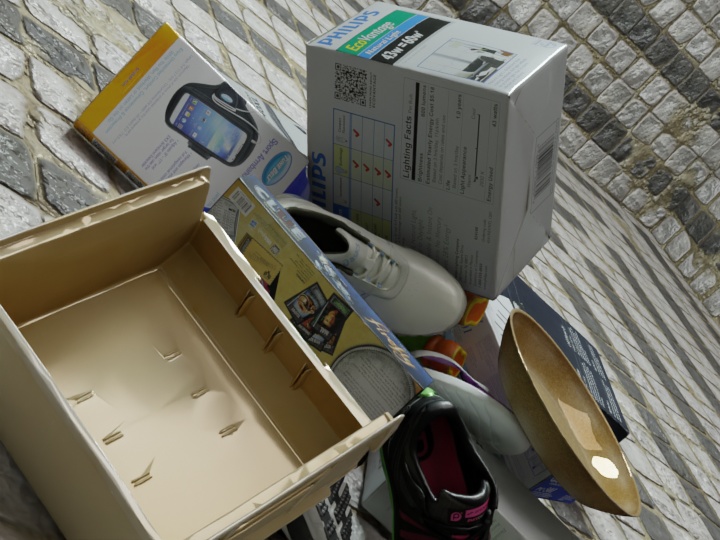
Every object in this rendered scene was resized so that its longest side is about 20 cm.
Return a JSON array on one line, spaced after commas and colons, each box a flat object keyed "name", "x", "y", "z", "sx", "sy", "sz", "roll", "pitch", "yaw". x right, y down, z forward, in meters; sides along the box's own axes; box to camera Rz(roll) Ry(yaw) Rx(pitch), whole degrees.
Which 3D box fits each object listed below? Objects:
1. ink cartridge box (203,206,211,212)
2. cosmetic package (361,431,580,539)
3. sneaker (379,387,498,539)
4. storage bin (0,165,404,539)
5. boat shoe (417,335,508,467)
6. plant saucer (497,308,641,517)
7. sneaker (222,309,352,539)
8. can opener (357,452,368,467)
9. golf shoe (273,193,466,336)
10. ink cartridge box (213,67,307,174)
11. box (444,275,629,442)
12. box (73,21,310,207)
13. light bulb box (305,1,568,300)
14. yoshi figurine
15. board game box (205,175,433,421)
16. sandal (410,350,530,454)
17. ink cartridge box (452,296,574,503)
[{"name": "ink cartridge box", "x": -0.070, "y": 0.017, "z": 1.057, "sx": 0.199, "sy": 0.045, "sz": 0.093, "roll": 40, "pitch": -13, "yaw": -35}, {"name": "cosmetic package", "x": 0.098, "y": 0.210, "z": 1.048, "sx": 0.200, "sy": 0.081, "sz": 0.113, "roll": 42, "pitch": 15, "yaw": -10}, {"name": "sneaker", "x": 0.062, "y": 0.185, "z": 0.927, "sx": 0.084, "sy": 0.076, "sz": 0.203, "roll": -18, "pitch": -91, "yaw": 70}, {"name": "storage bin", "x": -0.106, "y": 0.063, "z": 0.738, "sx": 0.197, "sy": 0.094, "sz": 0.201, "roll": -26, "pitch": 69, "yaw": -42}, {"name": "boat shoe", "x": 0.093, "y": 0.136, "z": 1.237, "sx": 0.202, "sy": 0.071, "sz": 0.091, "roll": 61, "pitch": 20, "yaw": 20}, {"name": "plant saucer", "x": 0.170, "y": 0.127, "z": 1.086, "sx": 0.201, "sy": 0.035, "sz": 0.201, "roll": 51, "pitch": 17, "yaw": -22}, {"name": "sneaker", "x": -0.070, "y": 0.120, "z": 0.879, "sx": 0.202, "sy": 0.079, "sz": 0.074, "roll": 64, "pitch": 14, "yaw": -2}, {"name": "can opener", "x": -0.063, "y": 0.078, "z": 0.999, "sx": 0.199, "sy": 0.064, "sz": 0.079, "roll": 38, "pitch": 58, "yaw": 14}, {"name": "golf shoe", "x": 0.000, "y": 0.000, "z": 1.072, "sx": 0.197, "sy": 0.079, "sz": 0.097, "roll": 23, "pitch": -4, "yaw": -3}, {"name": "ink cartridge box", "x": -0.092, "y": -0.094, "z": 1.274, "sx": 0.199, "sy": 0.083, "sz": 0.146, "roll": 30, "pitch": 23, "yaw": -44}, {"name": "box", "x": 0.194, "y": 0.114, "z": 1.460, "sx": 0.182, "sy": 0.104, "sz": 0.201, "roll": 42, "pitch": 17, "yaw": -17}, {"name": "box", "x": -0.139, "y": -0.103, "z": 1.121, "sx": 0.200, "sy": 0.119, "sz": 0.041, "roll": 44, "pitch": -15, "yaw": -12}, {"name": "light bulb box", "x": 0.064, "y": -0.111, "z": 1.137, "sx": 0.198, "sy": 0.201, "sz": 0.125, "roll": 19, "pitch": 36, "yaw": 26}, {"name": "yoshi figurine", "x": 0.019, "y": 0.024, "z": 1.208, "sx": 0.198, "sy": 0.113, "sz": 0.113, "roll": 25, "pitch": 47, "yaw": 18}, {"name": "board game box", "x": -0.062, "y": 0.051, "z": 0.929, "sx": 0.200, "sy": 0.135, "sz": 0.035, "roll": 49, "pitch": 17, "yaw": 6}, {"name": "sandal", "x": 0.070, "y": 0.099, "z": 1.115, "sx": 0.201, "sy": 0.050, "sz": 0.083, "roll": 20, "pitch": -31, "yaw": 40}, {"name": "ink cartridge box", "x": 0.152, "y": 0.116, "z": 1.205, "sx": 0.093, "sy": 0.044, "sz": 0.202, "roll": 20, "pitch": 42, "yaw": -50}]
